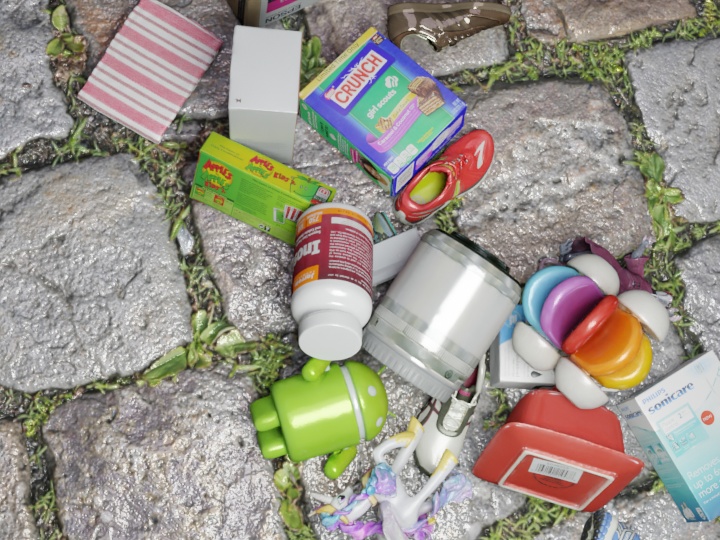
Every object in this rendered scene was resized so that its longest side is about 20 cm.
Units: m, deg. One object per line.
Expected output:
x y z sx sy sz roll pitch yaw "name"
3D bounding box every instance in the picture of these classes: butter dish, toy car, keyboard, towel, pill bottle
0.278 0.229 1.465 0.198 0.200 0.149 17 57 -1 "butter dish"
0.292 0.068 1.387 0.175 0.150 0.200 -48 55 1 "toy car"
0.000 0.000 1.527 0.198 0.011 0.057 -22 74 15 "keyboard"
-0.319 -0.306 1.605 0.145 0.030 0.201 30 77 2 "towel"
-0.038 0.015 1.438 0.112 0.113 0.202 5 53 -5 "pill bottle"

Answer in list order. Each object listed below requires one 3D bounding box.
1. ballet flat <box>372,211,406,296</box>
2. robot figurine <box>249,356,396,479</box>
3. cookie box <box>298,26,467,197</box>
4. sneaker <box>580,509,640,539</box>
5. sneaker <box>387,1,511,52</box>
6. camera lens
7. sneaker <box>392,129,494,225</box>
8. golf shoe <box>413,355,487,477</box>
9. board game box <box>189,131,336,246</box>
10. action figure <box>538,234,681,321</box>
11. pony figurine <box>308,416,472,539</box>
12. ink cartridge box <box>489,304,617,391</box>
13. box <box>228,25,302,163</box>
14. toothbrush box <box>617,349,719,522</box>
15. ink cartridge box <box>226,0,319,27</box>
0.054 0.010 1.544 0.074 0.074 0.201 -28 79 -12 "ballet flat"
-0.051 0.195 1.458 0.198 0.116 0.177 -15 107 -8 "robot figurine"
0.032 -0.241 1.586 0.200 0.075 0.171 41 73 13 "cookie box"
0.341 0.444 1.463 0.085 0.077 0.202 23 75 -4 "sneaker"
0.140 -0.383 1.663 0.198 0.070 0.076 -1 95 -3 "sneaker"
0.112 0.057 1.432 0.159 0.160 0.201 33 90 3 "camera lens"
0.134 -0.142 1.581 0.200 0.085 0.077 -43 85 -14 "sneaker"
0.128 0.197 1.495 0.076 0.088 0.202 19 76 -3 "golf shoe"
-0.144 -0.113 1.530 0.198 0.102 0.048 25 47 0 "board game box"
0.386 0.031 1.561 0.199 0.149 0.135 24 50 -26 "action figure"
0.053 0.324 1.416 0.200 0.167 0.193 -39 79 -14 "pony figurine"
0.293 0.115 1.543 0.198 0.068 0.117 3 76 -6 "ink cartridge box"
-0.139 -0.249 1.518 0.096 0.200 0.126 4 76 -5 "box"
0.493 0.241 1.525 0.145 0.085 0.201 -27 79 -12 "toothbrush box"
-0.102 -0.460 1.594 0.199 0.165 0.076 -28 82 -12 "ink cartridge box"
